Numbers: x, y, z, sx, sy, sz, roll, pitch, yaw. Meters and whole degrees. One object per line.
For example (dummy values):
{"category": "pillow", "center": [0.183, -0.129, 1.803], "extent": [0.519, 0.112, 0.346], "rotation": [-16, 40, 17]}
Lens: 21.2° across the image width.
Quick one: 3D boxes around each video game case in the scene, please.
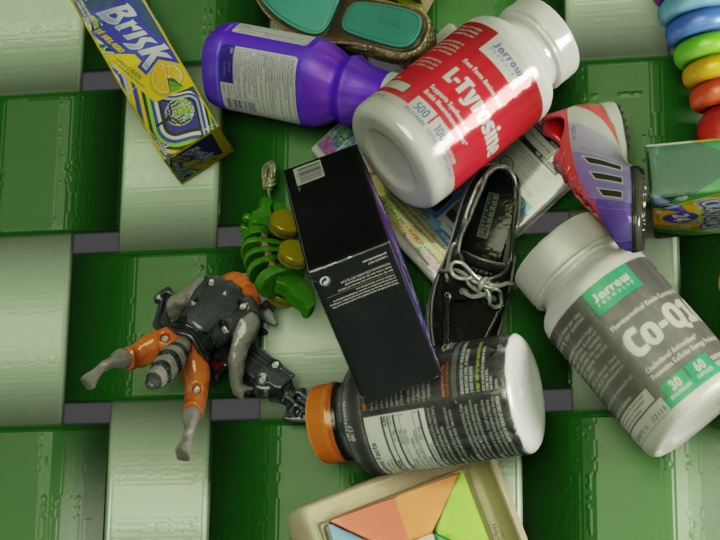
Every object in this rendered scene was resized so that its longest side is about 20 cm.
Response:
{"category": "video game case", "center": [0.083, -0.104, 1.798], "extent": [0.182, 0.024, 0.200], "rotation": [-42, 72, -2]}

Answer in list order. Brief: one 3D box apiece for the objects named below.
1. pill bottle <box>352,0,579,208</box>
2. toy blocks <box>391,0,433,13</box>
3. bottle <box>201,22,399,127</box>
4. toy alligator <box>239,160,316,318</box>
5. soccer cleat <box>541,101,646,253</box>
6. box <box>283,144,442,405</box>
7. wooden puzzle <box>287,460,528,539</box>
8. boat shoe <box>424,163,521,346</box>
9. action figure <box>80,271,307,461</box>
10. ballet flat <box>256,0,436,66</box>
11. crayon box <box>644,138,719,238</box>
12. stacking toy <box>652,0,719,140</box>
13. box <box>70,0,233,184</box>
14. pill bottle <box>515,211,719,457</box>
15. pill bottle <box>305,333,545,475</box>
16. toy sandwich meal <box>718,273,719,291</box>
{"category": "pill bottle", "center": [0.098, -0.155, 1.726], "extent": [0.200, 0.112, 0.112], "rotation": [-39, 70, -19]}
{"category": "toy blocks", "center": [0.063, -0.340, 1.810], "extent": [0.099, 0.137, 0.201], "rotation": [25, 80, 17]}
{"category": "bottle", "center": [-0.051, -0.178, 1.804], "extent": [0.199, 0.084, 0.065], "rotation": [13, 35, 23]}
{"category": "toy alligator", "center": [-0.087, -0.030, 1.762], "extent": [0.054, 0.060, 0.201], "rotation": [2, 43, -21]}
{"category": "soccer cleat", "center": [0.207, -0.081, 1.692], "extent": [0.073, 0.069, 0.201], "rotation": [-3, 38, -2]}
{"category": "box", "center": [0.000, 0.000, 1.671], "extent": [0.078, 0.142, 0.200], "rotation": [-19, 29, 1]}
{"category": "wooden puzzle", "center": [0.051, 0.263, 1.690], "extent": [0.199, 0.037, 0.186], "rotation": [-23, 71, 4]}
{"category": "boat shoe", "center": [0.107, 0.003, 1.720], "extent": [0.073, 0.068, 0.201], "rotation": [18, 89, -3]}
{"category": "action figure", "center": [-0.125, 0.077, 1.735], "extent": [0.199, 0.105, 0.194], "rotation": [29, 53, 13]}
{"category": "ballet flat", "center": [-0.012, -0.235, 1.829], "extent": [0.199, 0.065, 0.071], "rotation": [26, 83, 29]}
{"category": "crayon box", "center": [0.352, -0.077, 1.681], "extent": [0.198, 0.126, 0.052], "rotation": [-6, 73, 10]}
{"category": "stacking toy", "center": [0.318, -0.196, 1.750], "extent": [0.085, 0.085, 0.201], "rotation": [-13, 76, 7]}
{"category": "box", "center": [-0.201, -0.189, 1.854], "extent": [0.064, 0.070, 0.201], "rotation": [-31, 71, -1]}
{"category": "pill bottle", "center": [0.231, 0.053, 1.674], "extent": [0.113, 0.113, 0.200], "rotation": [-39, 71, -2]}
{"category": "pill bottle", "center": [0.054, 0.121, 1.686], "extent": [0.199, 0.106, 0.107], "rotation": [-10, 72, 21]}
{"category": "toy sandwich meal", "center": [0.397, 0.043, 1.643], "extent": [0.204, 0.070, 0.207], "rotation": [10, 108, 33]}
